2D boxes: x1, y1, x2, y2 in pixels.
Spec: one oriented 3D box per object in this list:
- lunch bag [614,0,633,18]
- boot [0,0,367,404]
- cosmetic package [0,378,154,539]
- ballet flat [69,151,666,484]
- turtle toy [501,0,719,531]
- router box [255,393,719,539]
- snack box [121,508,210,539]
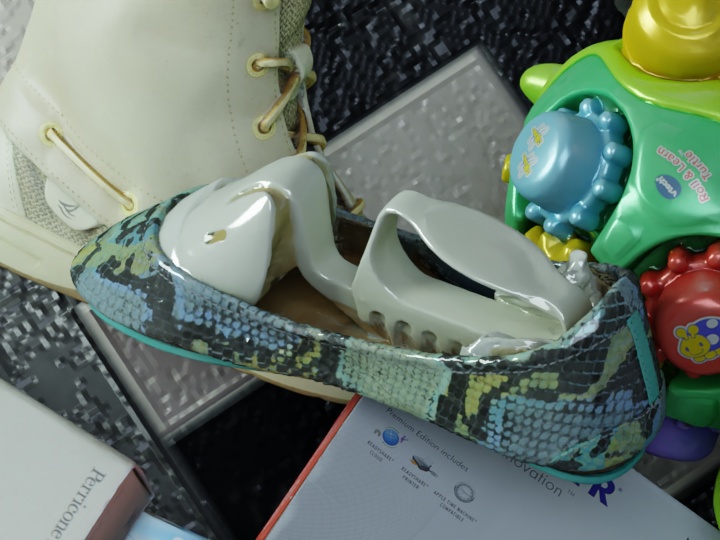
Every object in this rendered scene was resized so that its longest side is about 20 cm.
[{"bbox_3d":[0.175,-0.084,0.904,0.118,0.200,0.164,-33,78,-10],"label":"lunch bag"},{"bbox_3d":[-0.023,-0.050,0.939,0.200,0.073,0.156,21,110,9],"label":"boot"},{"bbox_3d":[-0.177,0.056,0.911,0.200,0.073,0.104,29,79,8],"label":"cosmetic package"},{"bbox_3d":[0.000,0.000,0.853,0.200,0.074,0.074,16,79,24],"label":"ballet flat"},{"bbox_3d":[0.111,0.010,0.887,0.101,0.146,0.200,-36,69,-17],"label":"turtle toy"},{"bbox_3d":[0.048,0.138,0.852,0.200,0.049,0.180,35,52,-1],"label":"router box"},{"bbox_3d":[-0.117,0.121,0.953,0.200,0.037,0.116,25,79,5],"label":"snack box"}]
